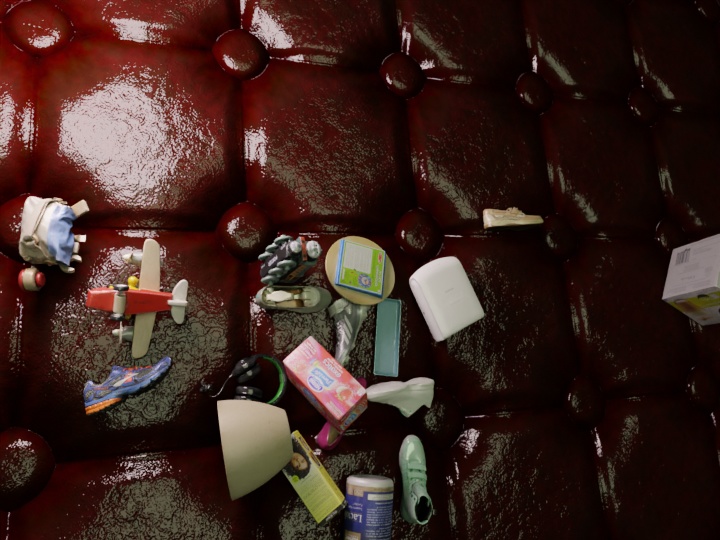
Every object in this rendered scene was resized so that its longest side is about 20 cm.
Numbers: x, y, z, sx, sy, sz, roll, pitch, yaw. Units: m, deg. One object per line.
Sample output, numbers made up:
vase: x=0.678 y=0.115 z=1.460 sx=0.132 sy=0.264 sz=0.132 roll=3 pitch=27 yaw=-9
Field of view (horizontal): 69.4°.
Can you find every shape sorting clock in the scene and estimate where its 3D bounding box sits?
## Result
shape sorting clock: x=0.000 y=0.000 z=1.373 sx=0.195 sy=0.039 sz=0.204 roll=9 pitch=58 yaw=-15

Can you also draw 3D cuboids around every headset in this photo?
headset: x=-0.272 y=0.266 z=1.221 sx=0.197 sy=0.093 sz=0.127 roll=0 pitch=76 yaw=-35

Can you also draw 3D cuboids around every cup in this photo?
cup: x=-0.224 y=0.369 z=1.123 sx=0.140 sy=0.200 sz=0.205 roll=-10 pitch=80 yaw=-15

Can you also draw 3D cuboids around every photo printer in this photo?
photo printer: x=0.234 y=0.070 z=1.434 sx=0.164 sy=0.069 sz=0.203 roll=-23 pitch=86 yaw=-23

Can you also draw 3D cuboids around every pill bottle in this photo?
pill bottle: x=0.017 y=0.589 z=1.207 sx=0.113 sy=0.116 sz=0.205 roll=9 pitch=74 yaw=-17

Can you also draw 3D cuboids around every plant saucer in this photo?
plant saucer: x=0.070 y=0.176 z=1.379 sx=0.068 sy=0.019 sz=0.205 roll=9 pitch=75 yaw=-17

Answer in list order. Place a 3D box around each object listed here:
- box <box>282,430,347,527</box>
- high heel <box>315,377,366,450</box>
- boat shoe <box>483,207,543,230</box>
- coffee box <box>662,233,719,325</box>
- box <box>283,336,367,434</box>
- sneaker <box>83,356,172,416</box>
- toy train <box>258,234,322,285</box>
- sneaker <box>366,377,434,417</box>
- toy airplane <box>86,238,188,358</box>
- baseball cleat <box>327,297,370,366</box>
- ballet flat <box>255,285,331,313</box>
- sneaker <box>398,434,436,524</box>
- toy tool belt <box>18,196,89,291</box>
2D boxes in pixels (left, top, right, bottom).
box: x=-0.118 y=0.474 z=1.190 sx=0.075 sy=0.050 sz=0.201 roll=-40 pitch=79 yaw=-1
high heel: x=-0.034 y=0.345 z=1.259 sx=0.067 sy=0.096 sz=0.202 roll=35 pitch=68 yaw=-8
boat shoe: x=0.463 y=-0.160 z=1.570 sx=0.195 sy=0.071 sz=0.066 roll=-2 pitch=78 yaw=-18
coffee box: x=1.155 y=0.035 z=1.697 sx=0.195 sy=0.199 sz=0.203 roll=30 pitch=69 yaw=-10
box: x=-0.082 y=0.267 z=1.218 sx=0.095 sy=0.101 sz=0.199 roll=-39 pitch=63 yaw=-23
sneaker: x=-0.508 y=0.236 z=1.133 sx=0.197 sy=0.075 sz=0.080 roll=-26 pitch=83 yaw=-25
toy train: x=-0.171 y=-0.023 z=1.252 sx=0.112 sy=0.199 sz=0.087 roll=0 pitch=70 yaw=-33
sneaker: x=0.104 y=0.331 z=1.328 sx=0.196 sy=0.075 sz=0.091 roll=-1 pitch=93 yaw=-23
toy airplane: x=-0.487 y=0.061 z=1.161 sx=0.201 sy=0.139 sz=0.201 roll=-52 pitch=135 yaw=-31
baseball cleat: x=-0.049 y=0.149 z=1.325 sx=0.105 sy=0.070 sz=0.203 roll=27 pitch=60 yaw=-5
ballet flat: x=-0.161 y=0.070 z=1.298 sx=0.195 sy=0.064 sz=0.069 roll=0 pitch=77 yaw=-20
sneaker: x=0.144 y=0.511 z=1.270 sx=0.072 sy=0.118 sz=0.205 roll=6 pitch=74 yaw=-16
toy tool belt: x=-0.659 y=-0.057 z=1.123 sx=0.120 sy=0.125 sz=0.205 roll=0 pitch=77 yaw=-10
